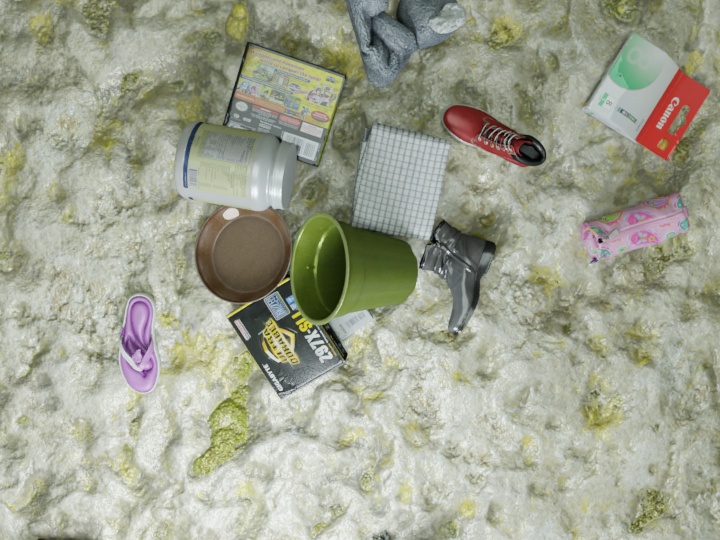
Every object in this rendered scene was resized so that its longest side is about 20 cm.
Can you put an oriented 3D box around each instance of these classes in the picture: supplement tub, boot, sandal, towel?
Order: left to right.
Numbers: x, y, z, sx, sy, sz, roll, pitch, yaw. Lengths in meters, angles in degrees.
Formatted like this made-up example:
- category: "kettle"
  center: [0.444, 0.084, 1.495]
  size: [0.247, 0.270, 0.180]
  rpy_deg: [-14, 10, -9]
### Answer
- category: "sandal"
  center: [-0.442, 0.147, 1.517]
  size: [0.082, 0.050, 0.205]
  rpy_deg: [-1, 98, 0]
- category: "supplement tub"
  center: [-0.227, -0.189, 1.417]
  size: [0.198, 0.145, 0.146]
  rpy_deg: [10, 98, 4]
- category: "towel"
  center: [0.072, -0.169, 1.462]
  size: [0.164, 0.086, 0.202]
  rpy_deg: [10, 99, 0]
- category: "boot"
  center: [0.170, 0.014, 1.495]
  size: [0.131, 0.070, 0.202]
  rpy_deg: [20, 85, -6]
- category: "boot"
  center: [0.246, -0.252, 1.419]
  size: [0.199, 0.144, 0.073]
  rpy_deg: [26, 99, -2]

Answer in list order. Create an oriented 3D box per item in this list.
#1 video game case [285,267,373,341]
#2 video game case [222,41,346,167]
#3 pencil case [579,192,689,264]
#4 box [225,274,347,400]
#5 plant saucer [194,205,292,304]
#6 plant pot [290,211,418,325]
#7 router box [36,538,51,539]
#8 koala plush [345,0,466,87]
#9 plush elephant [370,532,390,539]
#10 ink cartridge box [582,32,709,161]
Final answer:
- category: "video game case"
  center: [-0.088, 0.054, 1.522]
  size: [0.143, 0.018, 0.201]
  rpy_deg: [-35, 97, 5]
- category: "video game case"
  center: [-0.147, -0.315, 1.469]
  size: [0.198, 0.026, 0.182]
  rpy_deg: [18, 97, -2]
- category: "pencil case"
  center: [0.523, -0.081, 1.474]
  size: [0.198, 0.087, 0.088]
  rpy_deg: [-17, 97, 1]
- category: "box"
  center: [-0.142, 0.129, 1.503]
  size: [0.159, 0.049, 0.201]
  rpy_deg: [-30, 97, 13]
- category: "plant saucer"
  center: [-0.221, -0.035, 1.477]
  size: [0.198, 0.037, 0.202]
  rpy_deg: [-2, 82, 14]
- category: "plant pot"
  center: [0.000, 0.000, 1.421]
  size: [0.189, 0.200, 0.202]
  rpy_deg: [3, 99, -34]
- category: "router box"
  center: [-0.605, 0.661, 1.579]
  size: [0.148, 0.062, 0.202]
  rpy_deg: [6, 98, 0]
- category: "koala plush"
  center: [0.089, -0.444, 1.389]
  size: [0.198, 0.178, 0.185]
  rpy_deg: [-16, 109, 1]
- category: "plush elephant"
  center: [0.096, 0.631, 1.530]
  size: [0.165, 0.155, 0.200]
  rpy_deg: [-41, 96, 5]
- category: "ink cartridge box"
  center: [0.549, -0.326, 1.460]
  size: [0.199, 0.050, 0.162]
  rpy_deg: [31, 97, -2]
